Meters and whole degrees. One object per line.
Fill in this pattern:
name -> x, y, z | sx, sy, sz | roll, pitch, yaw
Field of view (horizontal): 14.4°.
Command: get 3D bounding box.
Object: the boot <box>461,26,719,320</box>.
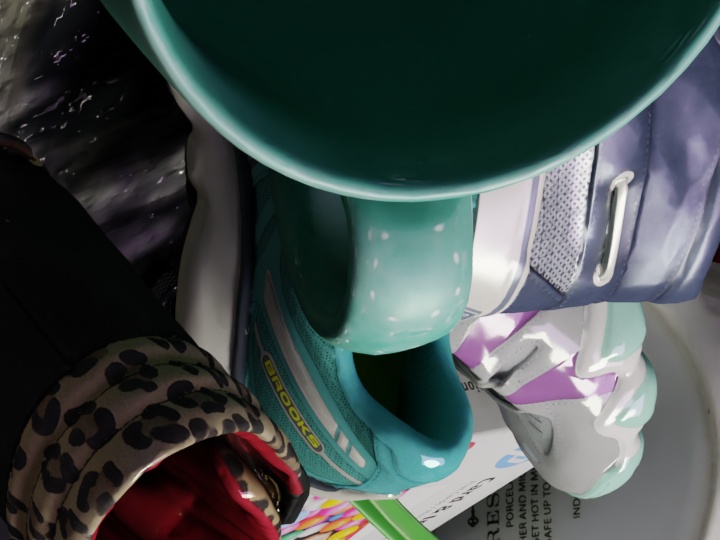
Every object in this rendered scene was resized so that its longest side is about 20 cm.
boot -> 0.062, -0.086, 0.761 | 0.090, 0.073, 0.201 | -2, 110, -30

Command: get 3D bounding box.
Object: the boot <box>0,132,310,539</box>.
boot -> -0.080, 0.025, 0.702 | 0.073, 0.151, 0.200 | -38, 158, -13

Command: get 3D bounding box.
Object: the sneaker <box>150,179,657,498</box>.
sneaker -> 0.000, 0.000, 0.826 | 0.140, 0.078, 0.201 | -27, 112, -18

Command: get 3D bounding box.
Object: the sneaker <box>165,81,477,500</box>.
sneaker -> 0.000, -0.041, 0.725 | 0.077, 0.079, 0.201 | -13, 103, -42

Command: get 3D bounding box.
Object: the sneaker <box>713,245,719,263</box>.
sneaker -> 0.113, 0.022, 1.144 | 0.200, 0.115, 0.078 | -64, 147, -35

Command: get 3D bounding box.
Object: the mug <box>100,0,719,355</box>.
mug -> -0.006, -0.093, 0.625 | 0.152, 0.114, 0.185 | 30, 100, -30

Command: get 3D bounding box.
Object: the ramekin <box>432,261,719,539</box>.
ramekin -> 0.083, 0.083, 1.029 | 0.202, 0.202, 0.094 | -49, 145, 13

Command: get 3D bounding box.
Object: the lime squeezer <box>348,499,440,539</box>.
lime squeezer -> -0.036, 0.064, 0.784 | 0.200, 0.038, 0.071 | -2, 107, -49

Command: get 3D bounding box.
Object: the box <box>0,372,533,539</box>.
box -> -0.037, 0.073, 0.917 | 0.200, 0.041, 0.156 | -7, 157, -48
